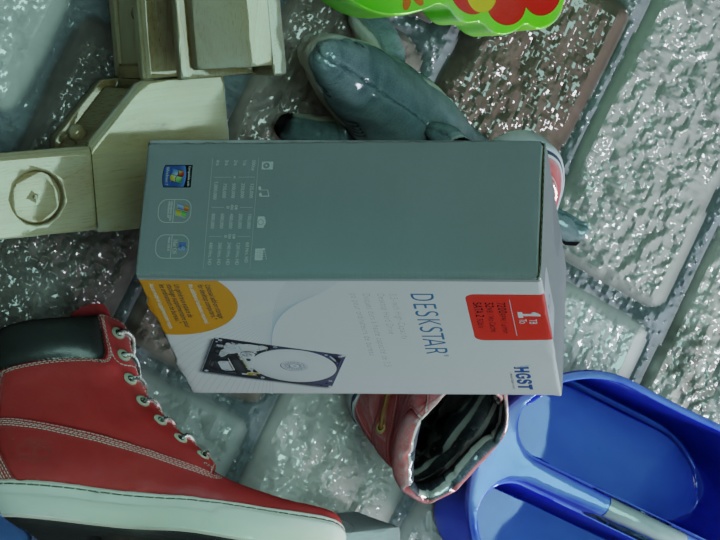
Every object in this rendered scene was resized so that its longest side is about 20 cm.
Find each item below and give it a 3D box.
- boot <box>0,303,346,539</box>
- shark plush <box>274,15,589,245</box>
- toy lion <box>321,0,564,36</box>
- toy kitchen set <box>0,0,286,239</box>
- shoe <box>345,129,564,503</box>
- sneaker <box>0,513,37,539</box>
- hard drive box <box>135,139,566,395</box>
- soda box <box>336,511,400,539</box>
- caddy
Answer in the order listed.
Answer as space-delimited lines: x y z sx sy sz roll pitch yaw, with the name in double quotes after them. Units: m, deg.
-0.101 0.087 1.568 0.199 0.072 0.145 11 57 -9 "boot"
0.037 -0.063 1.633 0.091 0.083 0.200 -48 108 -12 "shark plush"
0.044 -0.206 1.628 0.200 0.069 0.192 -41 113 -27 "toy lion"
-0.148 -0.118 1.513 0.180 0.163 0.201 -6 96 -21 "toy kitchen set"
0.064 0.028 1.605 0.071 0.091 0.200 16 115 -32 "shoe"
-0.244 0.091 1.480 0.080 0.200 0.147 -24 112 -49 "sneaker"
0.000 0.000 1.496 0.199 0.156 0.077 -1 66 9 "hard drive box"
-0.079 0.177 1.616 0.199 0.063 0.069 -4 95 -21 "soda box"
0.141 0.137 1.677 0.200 0.105 0.142 26 85 -21 "caddy"
